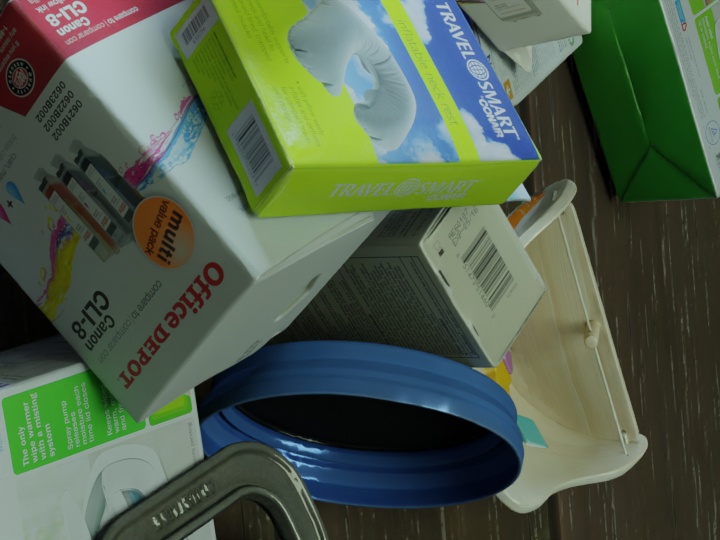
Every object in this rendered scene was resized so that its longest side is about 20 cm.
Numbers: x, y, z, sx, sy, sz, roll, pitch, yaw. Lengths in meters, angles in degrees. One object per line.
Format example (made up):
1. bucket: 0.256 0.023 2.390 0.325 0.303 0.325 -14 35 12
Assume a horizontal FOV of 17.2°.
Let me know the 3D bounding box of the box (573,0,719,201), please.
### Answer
1. box: 0.249 -0.179 1.777 0.176 0.097 0.201 -39 116 -41

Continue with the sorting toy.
1. sorting toy: 0.104 0.069 1.578 0.180 0.107 0.201 -53 129 -63

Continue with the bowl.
1. bowl: 0.000 0.094 1.445 0.200 0.200 0.040 30 57 -43

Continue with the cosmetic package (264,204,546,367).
1. cosmetic package: 0.000 0.000 1.443 0.073 0.200 0.104 -53 127 -33

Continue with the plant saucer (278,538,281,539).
1. plant saucer: -0.047 0.259 1.443 0.200 0.032 0.201 10 90 -77

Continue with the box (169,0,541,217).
1. box: 0.008 -0.092 1.280 0.200 0.048 0.122 -4 58 -41

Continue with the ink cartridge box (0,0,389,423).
1. ink cartridge box: -0.109 -0.052 1.300 0.200 0.145 0.145 48 41 8

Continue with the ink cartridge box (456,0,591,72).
1. ink cartridge box: 0.095 -0.220 1.510 0.200 0.067 0.117 39 47 -55

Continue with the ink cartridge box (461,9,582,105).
1. ink cartridge box: 0.084 -0.217 1.613 0.200 0.043 0.197 -43 121 -59

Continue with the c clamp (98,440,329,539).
1. c clamp: -0.062 0.188 1.345 0.200 0.027 0.171 -23 95 -45

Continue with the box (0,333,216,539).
1. box: -0.176 0.147 1.330 0.176 0.096 0.201 -17 103 -48
